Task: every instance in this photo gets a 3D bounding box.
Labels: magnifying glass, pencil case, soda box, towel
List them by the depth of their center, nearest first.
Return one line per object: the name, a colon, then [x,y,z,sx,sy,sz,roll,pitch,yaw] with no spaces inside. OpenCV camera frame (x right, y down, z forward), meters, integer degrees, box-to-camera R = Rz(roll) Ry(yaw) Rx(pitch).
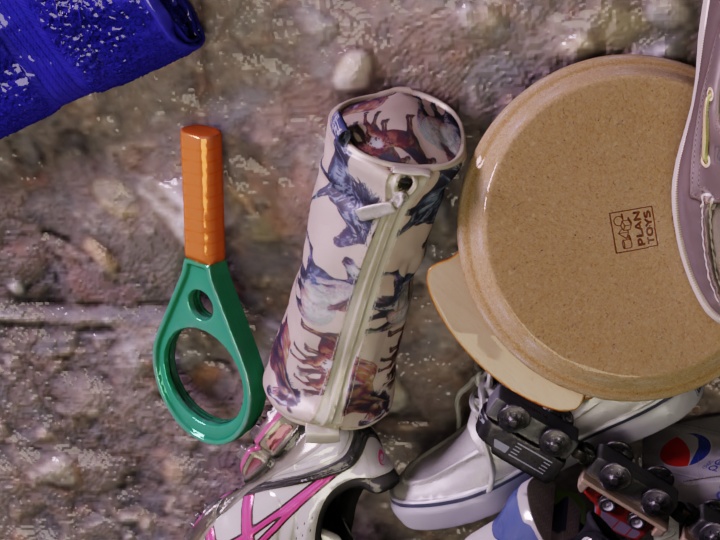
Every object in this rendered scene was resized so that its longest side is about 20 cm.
towel: [-0.203,-0.145,0.942,0.200,0.050,0.148,-21,114,20]
pencil case: [0.000,0.000,0.971,0.078,0.089,0.200,16,122,1]
magnifying glass: [-0.092,0.012,1.019,0.080,0.022,0.200,18,118,33]
soda box: [0.222,0.189,1.058,0.063,0.068,0.200,-10,119,15]

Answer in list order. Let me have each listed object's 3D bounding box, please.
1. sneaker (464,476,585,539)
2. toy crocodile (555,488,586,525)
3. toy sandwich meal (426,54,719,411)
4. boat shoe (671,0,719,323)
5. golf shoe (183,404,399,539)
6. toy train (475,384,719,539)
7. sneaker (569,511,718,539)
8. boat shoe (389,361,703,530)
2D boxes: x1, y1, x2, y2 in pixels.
sneaker: [0.113,0.220,1.018,0.115,0.081,0.200,-31,104,27]
toy crocodile: [0.136,0.219,1.088,0.062,0.068,0.200,-14,117,17]
toy sandwich meal: [0.140,-0.016,0.941,0.205,0.070,0.206,0,90,0]
boat shoe: [0.200,-0.068,0.871,0.072,0.060,0.200,4,95,-1]
golf shoe: [-0.052,0.165,1.070,0.092,0.073,0.200,43,123,16]
toy train: [0.152,0.129,0.976,0.200,0.034,0.046,30,119,-6]
sneaker: [0.114,0.170,0.927,0.200,0.072,0.083,0,84,17]
boat shoe: [0.093,0.079,1.011,0.202,0.075,0.086,-26,113,19]
